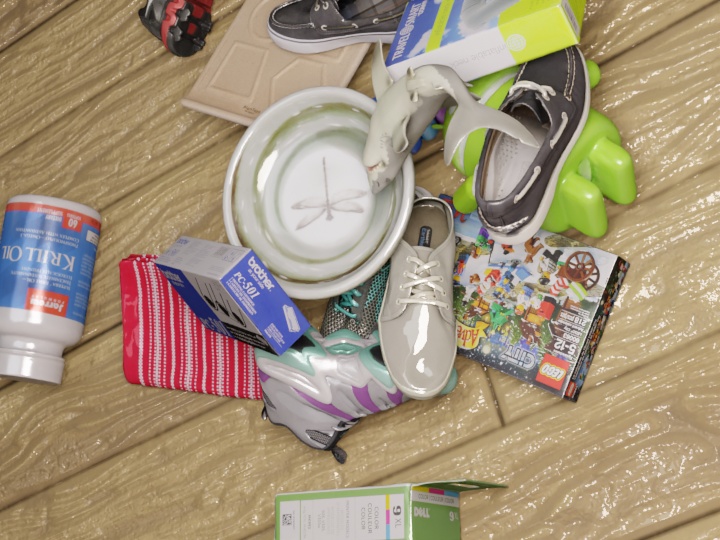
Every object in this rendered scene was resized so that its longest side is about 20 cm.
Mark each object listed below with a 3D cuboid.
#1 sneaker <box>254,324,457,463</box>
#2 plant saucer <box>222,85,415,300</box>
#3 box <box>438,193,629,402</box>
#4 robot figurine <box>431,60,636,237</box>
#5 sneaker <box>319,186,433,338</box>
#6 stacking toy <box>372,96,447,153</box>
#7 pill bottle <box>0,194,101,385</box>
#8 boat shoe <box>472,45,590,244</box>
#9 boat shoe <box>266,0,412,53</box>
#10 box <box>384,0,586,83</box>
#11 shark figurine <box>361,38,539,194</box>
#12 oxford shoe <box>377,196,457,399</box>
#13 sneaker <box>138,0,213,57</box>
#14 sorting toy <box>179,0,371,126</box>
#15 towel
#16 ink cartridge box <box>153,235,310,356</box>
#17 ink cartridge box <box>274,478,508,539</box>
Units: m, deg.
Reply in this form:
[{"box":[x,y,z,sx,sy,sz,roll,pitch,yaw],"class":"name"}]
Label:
[{"box":[-0.005,0.129,1.255,0.197,0.078,0.142,10,118,16],"class":"sneaker"},{"box":[-0.034,-0.070,1.231,0.197,0.050,0.204,-4,80,22],"class":"plant saucer"},{"box":[0.137,0.023,1.225,0.198,0.038,0.138,21,88,33],"class":"box"},{"box":[0.159,-0.114,1.202,0.176,0.116,0.199,-47,58,-9],"class":"robot figurine"},{"box":[0.000,0.000,1.282,0.077,0.091,0.202,24,90,34],"class":"sneaker"},{"box":[0.014,-0.125,1.287,0.200,0.085,0.085,-46,59,0],"class":"stacking toy"},{"box":[-0.363,0.024,1.482,0.111,0.112,0.203,0,78,31],"class":"pill bottle"},{"box":[0.142,-0.123,1.106,0.073,0.060,0.202,11,67,30],"class":"boat shoe"},{"box":[-0.014,-0.268,1.329,0.197,0.066,0.071,7,60,27],"class":"boat shoe"},{"box":[0.105,-0.219,1.172,0.198,0.048,0.123,-16,35,29],"class":"box"},{"box":[0.072,-0.140,1.098,0.214,0.088,0.130,171,99,-65],"class":"shark figurine"},{"box":[0.055,0.018,1.192,0.074,0.058,0.203,4,65,1],"class":"oxford shoe"},{"box":[-0.194,-0.352,1.503,0.097,0.071,0.203,28,94,31],"class":"sneaker"},{"box":[-0.076,-0.229,1.398,0.183,0.037,0.201,19,68,33],"class":"sorting toy"},{"box":[-0.179,0.059,1.392,0.197,0.022,0.147,3,97,32],"class":"towel"},{"box":[-0.125,0.021,1.237,0.044,0.094,0.199,-43,21,-16],"class":"ink cartridge box"},{"box":[0.029,0.231,1.197,0.197,0.103,0.060,-10,72,28],"class":"ink cartridge box"}]
